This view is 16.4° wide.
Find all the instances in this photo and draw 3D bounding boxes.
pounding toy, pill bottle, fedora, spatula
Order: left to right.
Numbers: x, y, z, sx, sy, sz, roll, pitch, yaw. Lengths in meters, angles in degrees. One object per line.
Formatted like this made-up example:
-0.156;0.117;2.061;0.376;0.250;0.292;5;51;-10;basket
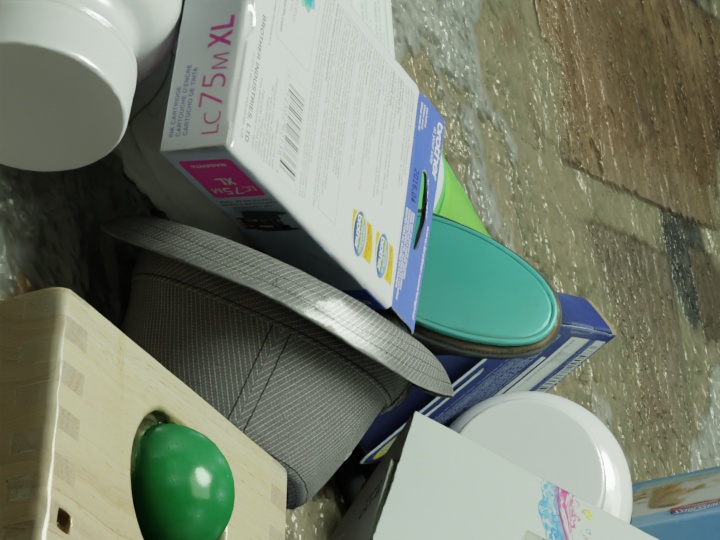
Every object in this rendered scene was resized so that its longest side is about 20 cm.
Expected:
-0.119;0.105;0.860;0.184;0.200;0.143;45;39;-49;pounding toy
-0.127;-0.145;1.083;0.112;0.112;0.200;52;33;-43;pill bottle
-0.052;0.048;1.126;0.177;0.200;0.090;28;82;-12;fedora
-0.025;0.034;1.320;0.057;0.020;0.201;-35;111;-69;spatula
0.091;0.126;1.343;0.200;0.111;0.111;66;16;-76;pill bottle

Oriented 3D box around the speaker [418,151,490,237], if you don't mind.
0.025;-0.015;1.346;0.200;0.088;0.089;54;31;-61;speaker

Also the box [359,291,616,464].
0.065;0.057;1.354;0.032;0.121;0.200;53;12;13;box

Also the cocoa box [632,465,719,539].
0.215;0.197;1.540;0.133;0.200;0.132;-27;101;-65;cocoa box

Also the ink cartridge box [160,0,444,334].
-0.021;-0.061;1.123;0.200;0.042;0.120;43;49;-53;ink cartridge box

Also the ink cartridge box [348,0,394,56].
-0.062;-0.152;1.333;0.200;0.047;0.161;18;60;-43;ink cartridge box

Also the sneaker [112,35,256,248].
-0.070;-0.104;1.159;0.078;0.099;0.200;21;44;-54;sneaker

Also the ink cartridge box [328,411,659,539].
0.065;0.196;1.178;0.200;0.145;0.145;28;37;-3;ink cartridge box

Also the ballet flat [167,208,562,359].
0.000;0.000;1.223;0.073;0.200;0.073;-161;-90;-90;ballet flat
